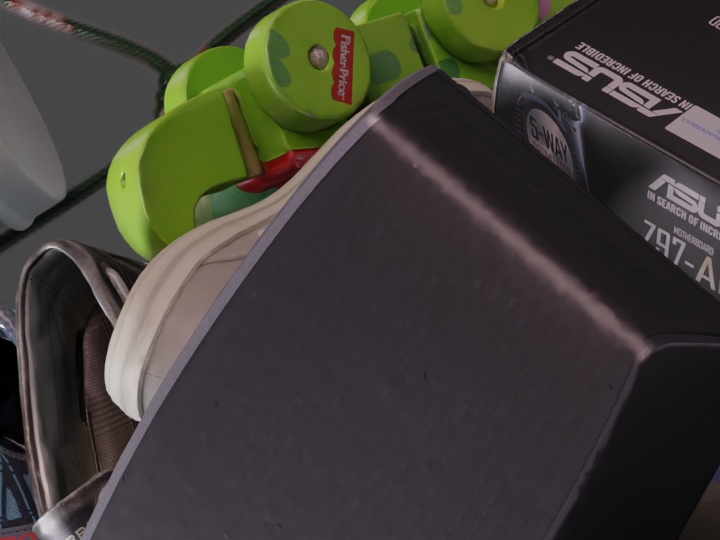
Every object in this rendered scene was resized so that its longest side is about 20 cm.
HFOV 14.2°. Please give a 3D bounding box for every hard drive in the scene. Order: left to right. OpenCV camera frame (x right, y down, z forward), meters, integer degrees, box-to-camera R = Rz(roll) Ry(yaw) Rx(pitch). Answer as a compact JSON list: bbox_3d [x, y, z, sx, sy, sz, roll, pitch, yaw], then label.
[{"bbox_3d":[-0.001,0.063,0.711,0.135,0.042,0.200,42,111,29],"label":"hard drive"}]

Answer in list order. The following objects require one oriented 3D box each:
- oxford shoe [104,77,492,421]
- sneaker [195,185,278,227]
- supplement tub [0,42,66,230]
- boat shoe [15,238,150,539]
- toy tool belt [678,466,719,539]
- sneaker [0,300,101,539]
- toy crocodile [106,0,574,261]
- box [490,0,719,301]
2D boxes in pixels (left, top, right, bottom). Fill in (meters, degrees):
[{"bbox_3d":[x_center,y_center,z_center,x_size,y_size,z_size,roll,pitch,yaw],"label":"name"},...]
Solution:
[{"bbox_3d":[0.000,0.000,0.840,0.058,0.075,0.200,23,30,20],"label":"oxford shoe"},{"bbox_3d":[-0.017,-0.020,0.955,0.082,0.074,0.200,-19,38,12],"label":"sneaker"},{"bbox_3d":[-0.223,-0.028,1.043,0.200,0.145,0.146,-30,47,5],"label":"supplement tub"},{"bbox_3d":[-0.065,0.079,0.819,0.072,0.071,0.200,-39,49,25],"label":"boat shoe"},{"bbox_3d":[0.109,0.101,0.798,0.200,0.123,0.125,2,71,45],"label":"toy tool belt"},{"bbox_3d":[-0.092,0.042,0.918,0.079,0.096,0.200,-14,23,18],"label":"sneaker"},{"bbox_3d":[0.004,-0.058,0.921,0.200,0.062,0.067,-23,1,-37],"label":"toy crocodile"},{"bbox_3d":[0.160,-0.033,0.781,0.200,0.044,0.160,33,50,30],"label":"box"}]
